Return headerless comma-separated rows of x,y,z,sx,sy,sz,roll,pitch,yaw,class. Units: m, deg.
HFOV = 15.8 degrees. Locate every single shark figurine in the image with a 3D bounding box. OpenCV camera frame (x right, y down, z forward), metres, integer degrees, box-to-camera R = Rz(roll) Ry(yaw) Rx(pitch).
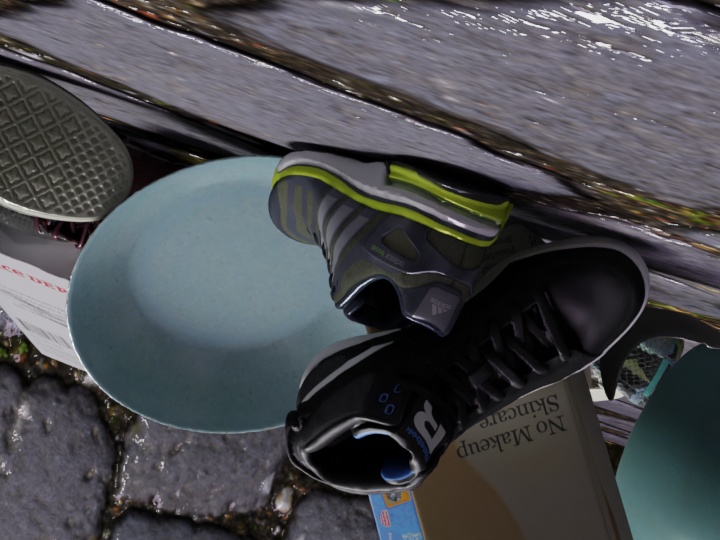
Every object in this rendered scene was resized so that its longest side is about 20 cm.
0.135,0.025,1.514,0.089,0.129,0.214,-8,167,-23,shark figurine

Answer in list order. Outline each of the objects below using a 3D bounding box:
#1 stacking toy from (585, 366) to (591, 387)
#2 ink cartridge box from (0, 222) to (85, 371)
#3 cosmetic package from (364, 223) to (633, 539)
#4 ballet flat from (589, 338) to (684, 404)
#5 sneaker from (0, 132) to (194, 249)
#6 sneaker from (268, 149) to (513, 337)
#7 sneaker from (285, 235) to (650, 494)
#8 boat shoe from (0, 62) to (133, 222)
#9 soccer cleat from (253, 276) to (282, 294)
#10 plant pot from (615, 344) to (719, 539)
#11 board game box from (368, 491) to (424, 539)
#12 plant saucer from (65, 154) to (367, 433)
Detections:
0.065,0.054,1.848,0.146,0.146,0.200,15,160,37,stacking toy
-0.176,0.002,1.736,0.144,0.084,0.200,20,161,25,ink cartridge box
0.075,0.087,1.409,0.105,0.201,0.071,-20,167,13,cosmetic package
0.132,0.050,1.739,0.074,0.074,0.200,20,176,-34,ballet flat
-0.155,-0.037,1.561,0.199,0.076,0.116,9,-163,11,sneaker
0.002,-0.014,1.337,0.074,0.081,0.200,20,175,-25,sneaker
0.056,0.059,1.316,0.073,0.200,0.112,58,-161,-19,sneaker
-0.218,-0.084,1.432,0.199,0.075,0.062,21,-176,-2,boat shoe
0.000,0.000,1.587,0.068,0.073,0.200,14,174,41,soccer cleat
0.245,0.130,1.521,0.161,0.201,0.200,27,180,26,plant pot
0.012,0.100,1.907,0.036,0.201,0.151,-14,-173,4,board game box
-0.069,0.006,1.477,0.201,0.201,0.039,19,-149,-25,plant saucer
